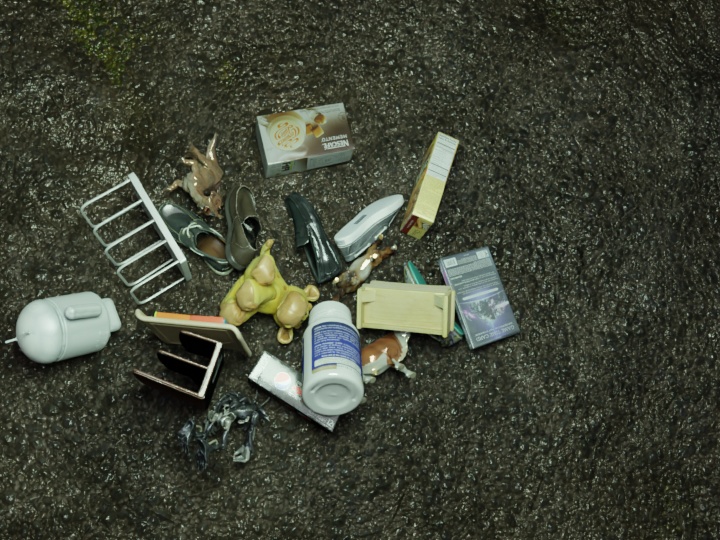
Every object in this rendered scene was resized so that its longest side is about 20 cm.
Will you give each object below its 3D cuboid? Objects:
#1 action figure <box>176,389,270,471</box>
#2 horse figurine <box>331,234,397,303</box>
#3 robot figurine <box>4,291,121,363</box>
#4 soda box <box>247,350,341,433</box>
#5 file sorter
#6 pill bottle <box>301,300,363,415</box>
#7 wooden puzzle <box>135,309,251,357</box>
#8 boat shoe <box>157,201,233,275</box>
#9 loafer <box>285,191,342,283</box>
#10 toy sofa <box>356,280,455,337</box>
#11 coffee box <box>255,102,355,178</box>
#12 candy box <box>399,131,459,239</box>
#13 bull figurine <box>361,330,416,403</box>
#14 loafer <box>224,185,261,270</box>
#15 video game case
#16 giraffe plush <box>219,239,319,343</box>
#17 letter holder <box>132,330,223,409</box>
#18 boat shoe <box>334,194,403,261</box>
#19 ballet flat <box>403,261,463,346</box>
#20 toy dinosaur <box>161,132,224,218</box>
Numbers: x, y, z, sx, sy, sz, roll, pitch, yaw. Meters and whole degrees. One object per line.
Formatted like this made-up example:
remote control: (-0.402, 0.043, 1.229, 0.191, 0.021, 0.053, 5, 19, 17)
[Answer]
action figure: (-0.254, 0.300, 1.332, 0.117, 0.105, 0.198, 28, 27, 26)
horse figurine: (0.000, 0.000, 1.464, 0.050, 0.133, 0.200, 43, 83, 6)
robot figurine: (-0.543, 0.104, 1.292, 0.198, 0.169, 0.115, -12, 70, -54)
soda box: (-0.126, 0.241, 1.388, 0.197, 0.071, 0.064, 33, 72, 0)
file sorter: (-0.436, -0.054, 1.374, 0.123, 0.139, 0.203, -32, 83, -15)
pill bottle: (-0.056, 0.162, 1.353, 0.116, 0.122, 0.203, 6, 42, -9)
wooden puzzle: (-0.306, 0.113, 1.315, 0.194, 0.186, 0.038, 10, 71, 1)
boat shoe: (-0.335, -0.076, 1.437, 0.199, 0.068, 0.072, 40, 71, 4)
loafer: (-0.109, -0.070, 1.478, 0.069, 0.068, 0.204, -26, 85, -26)
toy sofa: (0.093, 0.076, 1.419, 0.194, 0.097, 0.086, 4, 100, 16)
coffee box: (-0.122, -0.283, 1.528, 0.194, 0.080, 0.118, -11, 77, -14)
candy box: (0.150, -0.184, 1.536, 0.054, 0.116, 0.205, 20, 72, -5)
bull figurine: (0.042, 0.182, 1.429, 0.196, 0.066, 0.122, -28, 37, -9)
loafer: (-0.230, -0.095, 1.432, 0.070, 0.073, 0.205, -25, 53, 26)
video game case: (0.258, 0.056, 1.523, 0.140, 0.019, 0.205, -13, 78, -31)
giraffe plush: (-0.170, 0.059, 1.397, 0.161, 0.201, 0.173, 38, 109, -14)
letter holder: (-0.334, 0.177, 1.296, 0.139, 0.200, 0.103, 20, 71, -4)
boat shoe: (0.028, -0.092, 1.516, 0.199, 0.071, 0.069, -42, 120, -32)
ballet flat: (0.136, 0.079, 1.490, 0.071, 0.072, 0.202, -35, 85, -18)
toy dinosaur: (-0.322, -0.187, 1.464, 0.134, 0.086, 0.203, 30, 51, -13)
